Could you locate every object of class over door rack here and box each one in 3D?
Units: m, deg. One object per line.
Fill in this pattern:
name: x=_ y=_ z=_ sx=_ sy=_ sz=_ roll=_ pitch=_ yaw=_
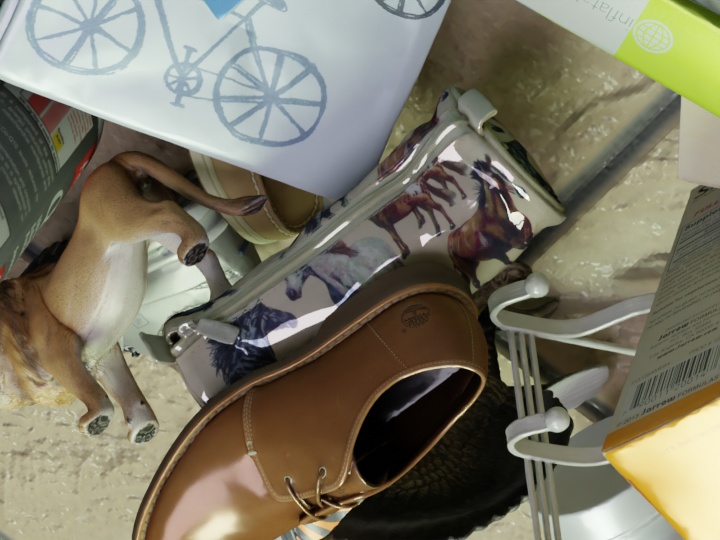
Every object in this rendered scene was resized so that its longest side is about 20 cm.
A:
over door rack: x=0.150 y=0.089 z=1.150 sx=0.200 sy=0.148 sz=0.067 roll=20 pitch=143 yaw=-37

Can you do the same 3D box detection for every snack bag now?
snack bag: x=-0.049 y=-0.140 z=1.116 sx=0.188 sy=0.021 sz=0.200 roll=19 pitch=116 yaw=-15

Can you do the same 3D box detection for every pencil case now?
pencil case: x=0.000 y=0.000 z=1.146 sx=0.200 sy=0.078 sz=0.089 roll=-39 pitch=147 yaw=14

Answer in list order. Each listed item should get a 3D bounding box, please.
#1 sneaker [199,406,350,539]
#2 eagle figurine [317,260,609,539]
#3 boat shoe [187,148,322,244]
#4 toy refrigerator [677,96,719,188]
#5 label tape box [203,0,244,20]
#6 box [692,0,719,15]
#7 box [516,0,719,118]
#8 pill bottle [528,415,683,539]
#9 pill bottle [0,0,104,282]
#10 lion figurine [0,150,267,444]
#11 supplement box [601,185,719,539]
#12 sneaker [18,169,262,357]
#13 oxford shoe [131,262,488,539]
sneaker: x=0.004 y=0.115 z=1.342 sx=0.112 sy=0.078 sz=0.200 roll=-14 pitch=121 yaw=35
eagle figurine: x=0.031 y=0.090 z=1.213 sx=0.151 sy=0.200 sz=0.152 roll=-7 pitch=143 yaw=21
boat shoe: x=-0.044 y=-0.096 z=1.187 sx=0.066 sy=0.074 sz=0.200 roll=7 pitch=131 yaw=28
toy refrigerator: x=0.241 y=-0.069 z=1.072 sx=0.200 sy=0.076 sz=0.070 roll=11 pitch=132 yaw=18
label tape box: x=-0.049 y=-0.220 z=1.006 sx=0.143 sy=0.066 sz=0.200 roll=-36 pitch=84 yaw=16
box: x=0.172 y=-0.207 z=0.947 sx=0.115 sy=0.132 sz=0.200 roll=28 pitch=135 yaw=-4
box: x=0.092 y=-0.154 z=1.037 sx=0.200 sy=0.122 sz=0.048 roll=30 pitch=137 yaw=-1
pill bottle: x=0.166 y=0.171 z=1.266 sx=0.112 sy=0.112 sz=0.200 roll=-17 pitch=115 yaw=35
pill bottle: x=-0.190 y=-0.063 z=1.196 sx=0.116 sy=0.200 sz=0.116 roll=14 pitch=132 yaw=16
lion figurine: x=-0.127 y=0.003 z=1.233 sx=0.200 sy=0.072 sz=0.123 roll=-52 pitch=56 yaw=22
supplement box: x=0.189 y=0.047 z=1.109 sx=0.073 sy=0.200 sz=0.126 roll=-31 pitch=110 yaw=36
sneaker: x=-0.131 y=0.025 z=1.330 sx=0.200 sy=0.075 sz=0.082 roll=-25 pitch=112 yaw=38
oxford shoe: x=-0.025 y=0.083 z=1.108 sx=0.200 sy=0.071 sz=0.071 roll=-43 pitch=128 yaw=19
